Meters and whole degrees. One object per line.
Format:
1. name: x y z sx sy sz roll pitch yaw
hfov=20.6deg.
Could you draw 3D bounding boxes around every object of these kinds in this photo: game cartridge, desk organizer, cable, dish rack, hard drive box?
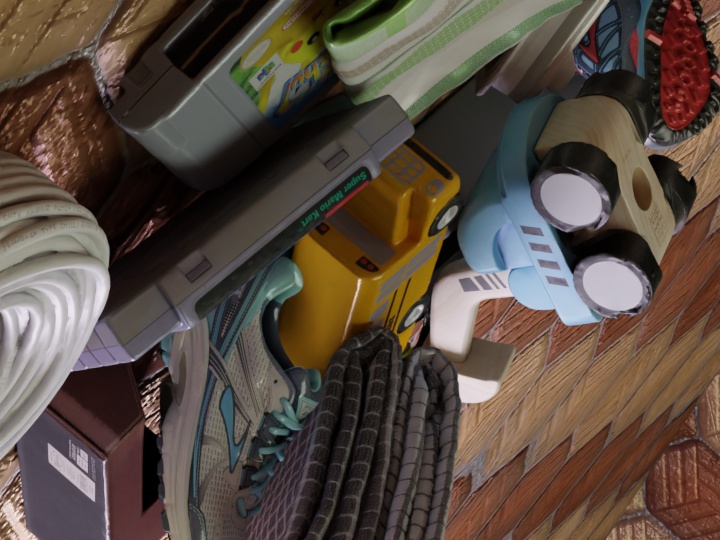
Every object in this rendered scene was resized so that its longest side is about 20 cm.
1. game cartridge: -0.031 -0.126 0.979 0.200 0.040 0.133 -46 167 0
2. game cartridge: -0.072 -0.016 1.018 0.200 0.038 0.130 -40 -162 -26
3. desk organizer: -0.145 0.104 1.138 0.077 0.072 0.200 -45 163 -26
4. cable: -0.196 0.039 0.862 0.200 0.069 0.200 -37 160 -41
5. dish rack: 0.136 -0.173 1.217 0.172 0.043 0.200 -54 -176 10
6. hard drive box: 0.103 -0.076 1.395 0.200 0.077 0.156 -42 162 -28

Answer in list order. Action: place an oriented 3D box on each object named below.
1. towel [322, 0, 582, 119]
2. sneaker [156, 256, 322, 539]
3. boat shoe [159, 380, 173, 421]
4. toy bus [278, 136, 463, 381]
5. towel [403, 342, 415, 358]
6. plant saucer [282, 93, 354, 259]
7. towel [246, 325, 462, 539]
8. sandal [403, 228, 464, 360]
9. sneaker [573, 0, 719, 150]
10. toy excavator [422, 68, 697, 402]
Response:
1. towel: 0.054 -0.133 1.013 0.149 0.031 0.200 -37 172 2
2. sneaker: -0.065 0.083 1.088 0.078 0.086 0.201 29 59 -84
3. boat shoe: -0.090 0.114 1.239 0.062 0.071 0.200 -28 156 -22
4. toy bus: 0.000 0.000 1.181 0.078 0.065 0.200 -40 161 -29
5. towel: -0.035 0.118 1.384 0.200 0.018 0.086 -37 170 -45
6. plant saucer: -0.042 -0.017 1.209 0.200 0.036 0.200 -45 162 -18
7. towel: -0.017 0.152 1.139 0.200 0.085 0.166 -78 -166 -45
8. sandal: 0.029 0.037 1.297 0.200 0.045 0.075 -41 162 20
9. sneaker: 0.178 -0.144 1.306 0.095 0.079 0.200 -35 -144 33
10. toy excavator: 0.098 -0.011 1.189 0.195 0.200 0.100 61 39 -29
